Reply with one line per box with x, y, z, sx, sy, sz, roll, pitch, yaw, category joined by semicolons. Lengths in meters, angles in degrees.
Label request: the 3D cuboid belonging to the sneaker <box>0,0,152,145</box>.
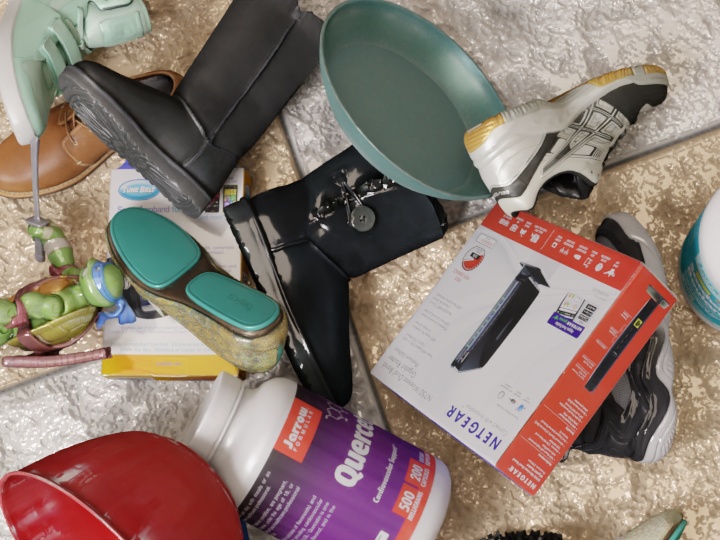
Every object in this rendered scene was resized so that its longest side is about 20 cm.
-0.238;-0.193;1.184;0.117;0.074;0.202;-4;53;2;sneaker

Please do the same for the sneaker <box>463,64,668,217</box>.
0.176;-0.103;1.138;0.199;0.076;0.088;-24;89;-24;sneaker

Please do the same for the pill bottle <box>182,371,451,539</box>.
-0.036;0.158;1.087;0.199;0.112;0.113;28;84;-8;pill bottle

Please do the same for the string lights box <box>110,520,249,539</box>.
-0.132;0.267;1.129;0.102;0.059;0.202;-16;79;2;string lights box

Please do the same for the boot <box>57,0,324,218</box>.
-0.130;-0.171;1.148;0.165;0.065;0.201;46;70;-29;boot

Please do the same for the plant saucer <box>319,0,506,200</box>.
0.041;-0.132;1.139;0.036;0.199;0.201;-42;76;38;plant saucer

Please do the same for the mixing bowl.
-0.159;0.194;1.036;0.200;0.201;0.108;41;55;11;mixing bowl

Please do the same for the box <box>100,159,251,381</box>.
-0.154;-0.008;1.190;0.118;0.041;0.202;0;78;6;box

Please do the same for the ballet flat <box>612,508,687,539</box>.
0.182;0.263;1.096;0.062;0.067;0.201;29;84;20;ballet flat

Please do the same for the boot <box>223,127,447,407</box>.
0.000;0.000;1.151;0.167;0.076;0.202;-24;91;-7;boot

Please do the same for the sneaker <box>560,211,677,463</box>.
0.183;0.054;1.111;0.113;0.075;0.202;-3;83;-15;sneaker

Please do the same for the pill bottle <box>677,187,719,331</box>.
0.305;-0.016;1.060;0.110;0.200;0.112;-1;80;6;pill bottle

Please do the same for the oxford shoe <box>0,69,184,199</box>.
-0.238;-0.124;1.202;0.199;0.071;0.072;-26;80;3;oxford shoe

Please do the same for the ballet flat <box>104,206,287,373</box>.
-0.134;0.020;1.126;0.199;0.071;0.071;32;85;31;ballet flat

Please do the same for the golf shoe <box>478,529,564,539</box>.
0.084;0.275;1.108;0.199;0.078;0.095;-26;96;3;golf shoe

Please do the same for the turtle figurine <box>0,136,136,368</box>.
-0.298;0.007;1.132;0.193;0.200;0.145;-32;39;19;turtle figurine

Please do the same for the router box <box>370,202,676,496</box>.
0.119;0.052;1.078;0.049;0.200;0.180;39;85;-31;router box
